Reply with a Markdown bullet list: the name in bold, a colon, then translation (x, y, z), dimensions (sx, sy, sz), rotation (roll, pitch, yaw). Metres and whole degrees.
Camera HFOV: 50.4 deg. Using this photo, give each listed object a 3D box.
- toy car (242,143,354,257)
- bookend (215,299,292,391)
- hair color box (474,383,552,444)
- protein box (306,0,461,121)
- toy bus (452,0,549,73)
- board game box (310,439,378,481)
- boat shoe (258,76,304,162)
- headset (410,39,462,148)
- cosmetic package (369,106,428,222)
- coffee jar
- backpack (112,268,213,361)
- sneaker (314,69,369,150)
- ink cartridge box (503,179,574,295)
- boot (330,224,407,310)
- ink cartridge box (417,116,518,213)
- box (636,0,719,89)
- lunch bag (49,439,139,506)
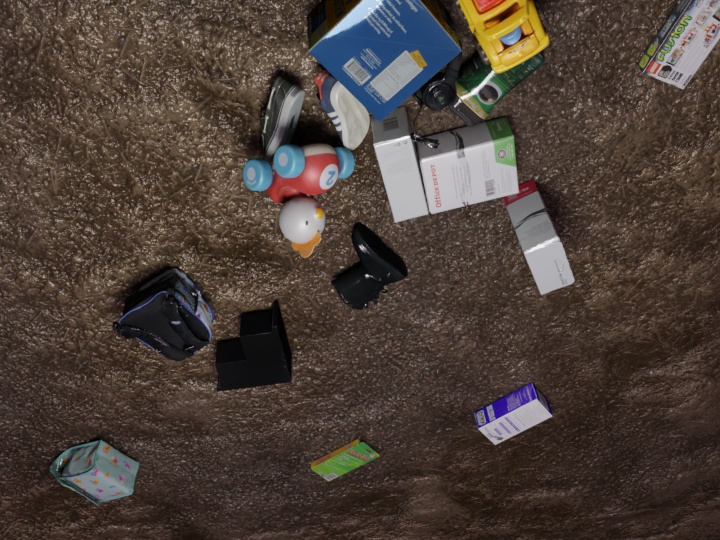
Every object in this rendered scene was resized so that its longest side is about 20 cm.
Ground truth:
- **toy car**: translation (-0.106, -0.131, 1.505), dimensions (0.174, 0.206, 0.182), rotation (-14, 176, 39)
- **bookend**: translation (-0.281, 0.190, 1.904), dimensions (0.194, 0.093, 0.202), rotation (-8, 131, 2)
- **hair color box**: translation (0.441, 0.416, 2.213), dimensions (0.198, 0.066, 0.109), rotation (-33, 128, 19)
- **protein box**: translation (0.040, -0.423, 1.363), dimensions (0.199, 0.137, 0.197), rotation (-36, 126, 24)
- **toy bus**: translation (0.233, -0.446, 1.289), dimensions (0.133, 0.192, 0.204), rotation (-26, 97, 17)
- **board game box**: translation (-0.047, 0.573, 2.319), dimensions (0.197, 0.030, 0.096), rotation (-29, 129, 22)
- **boat shoe**: translation (-0.164, -0.293, 1.510), dimensions (0.063, 0.071, 0.202), rotation (35, 136, 6)
- **headset**: translation (0.146, -0.336, 1.442), dimensions (0.092, 0.124, 0.204), rotation (16, 107, -23)
- **cosmetic package**: translation (0.080, -0.215, 1.572), dimensions (0.079, 0.114, 0.203), rotation (-12, 130, 6)
- **coffee jar**: translation (0.248, -0.373, 1.467), dimensions (0.103, 0.087, 0.199), rotation (31, 121, -32)
- **backpack**: translation (-0.436, 0.108, 1.773), dimensions (0.197, 0.156, 0.192), rotation (-24, 123, 23)
- **sneaker**: translation (-0.040, -0.319, 1.500), dimensions (0.075, 0.084, 0.201), rotation (-47, 155, -15)
- **ink cartridge box**: translation (0.388, -0.073, 1.674), dimensions (0.082, 0.203, 0.146), rotation (-22, 131, 14)
- **boot**: translation (0.000, -0.001, 1.784), dimensions (0.161, 0.075, 0.198), rotation (-32, 129, 25)
- **ink cartridge box**: translation (0.224, -0.219, 1.603), dimensions (0.194, 0.086, 0.148), rotation (-12, 132, 5)
- **box**: translation (0.636, -0.458, 1.472), dimensions (0.107, 0.035, 0.202), rotation (14, 129, -18)
- **lunch bag**: translation (-0.763, 0.581, 2.179), dimensions (0.196, 0.124, 0.171), rotation (-20, 134, 22)
